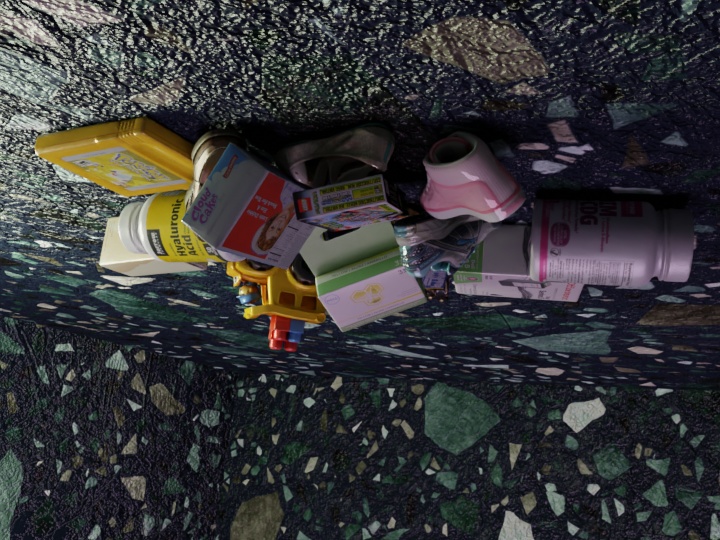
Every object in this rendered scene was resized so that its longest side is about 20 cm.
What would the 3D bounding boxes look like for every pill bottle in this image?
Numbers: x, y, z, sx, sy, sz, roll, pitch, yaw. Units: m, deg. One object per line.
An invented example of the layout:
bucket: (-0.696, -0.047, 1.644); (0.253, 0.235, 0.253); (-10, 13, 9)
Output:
pill bottle: (0.330, -0.037, 1.073); (0.200, 0.113, 0.113); (3, 166, 13)
pill bottle: (-0.265, -0.067, 1.231); (0.200, 0.111, 0.111); (-1, 164, 26)

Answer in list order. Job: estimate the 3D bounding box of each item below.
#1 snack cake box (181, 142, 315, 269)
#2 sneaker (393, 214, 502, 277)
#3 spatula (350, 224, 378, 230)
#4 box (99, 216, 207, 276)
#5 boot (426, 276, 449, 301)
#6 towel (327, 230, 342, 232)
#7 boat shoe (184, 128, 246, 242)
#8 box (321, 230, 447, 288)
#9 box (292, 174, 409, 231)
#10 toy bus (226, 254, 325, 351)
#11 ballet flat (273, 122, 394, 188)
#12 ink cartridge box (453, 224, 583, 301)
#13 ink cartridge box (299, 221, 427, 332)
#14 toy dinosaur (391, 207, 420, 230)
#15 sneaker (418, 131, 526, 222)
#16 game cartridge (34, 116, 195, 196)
snack cake box: (-0.128, -0.076, 1.041); (0.067, 0.115, 0.200); (37, -174, 20)
sneaker: (0.122, -0.041, 1.107); (0.200, 0.086, 0.078); (-15, -165, -40)
spatula: (-0.033, -0.075, 1.237); (0.056, 0.021, 0.200); (16, 179, -34)
box: (-0.352, -0.047, 1.391); (0.200, 0.095, 0.078); (-6, 161, 37)
boot: (0.083, 0.025, 1.454); (0.150, 0.073, 0.200); (2, -176, 8)
towel: (-0.028, -0.036, 1.347); (0.200, 0.049, 0.112); (11, 177, -20)
boat shoe: (-0.185, -0.106, 1.053); (0.072, 0.068, 0.200); (-3, 155, -18)
box: (0.036, -0.016, 1.265); (0.200, 0.070, 0.064); (1, 129, -14)
box: (-0.006, -0.082, 1.015); (0.110, 0.035, 0.200); (-11, 177, 11)
toy bus: (-0.151, 0.043, 1.433); (0.200, 0.192, 0.136); (12, 174, -14)
ballet flat: (-0.042, -0.130, 0.980); (0.067, 0.062, 0.200); (19, 161, -39)
ink cartridge box: (0.250, -0.012, 1.268); (0.200, 0.084, 0.146); (4, 166, 11)
ink cartridge box: (0.000, 0.000, 1.185); (0.145, 0.048, 0.200); (-20, 140, 10)
toy dinosaur: (0.055, -0.080, 1.191); (0.200, 0.060, 0.106); (31, 140, -34)
sneaker: (0.110, -0.118, 0.964); (0.105, 0.075, 0.200); (47, 170, -20)
game cartridge: (-0.304, -0.148, 1.093); (0.200, 0.032, 0.176); (-1, 164, 31)
